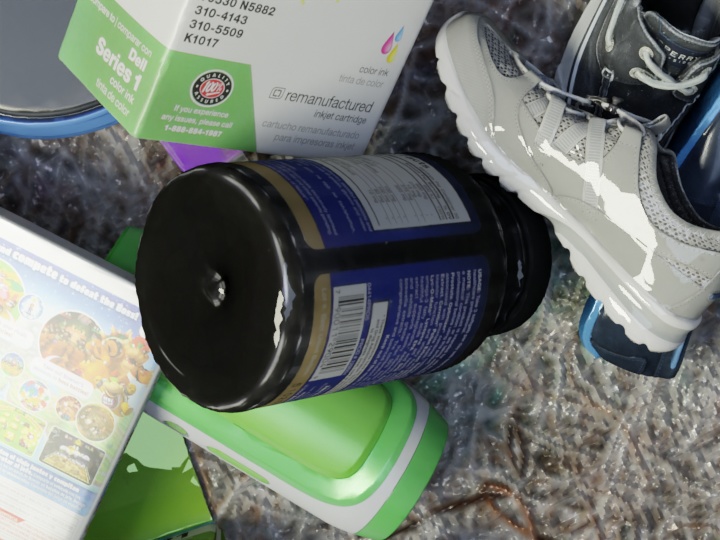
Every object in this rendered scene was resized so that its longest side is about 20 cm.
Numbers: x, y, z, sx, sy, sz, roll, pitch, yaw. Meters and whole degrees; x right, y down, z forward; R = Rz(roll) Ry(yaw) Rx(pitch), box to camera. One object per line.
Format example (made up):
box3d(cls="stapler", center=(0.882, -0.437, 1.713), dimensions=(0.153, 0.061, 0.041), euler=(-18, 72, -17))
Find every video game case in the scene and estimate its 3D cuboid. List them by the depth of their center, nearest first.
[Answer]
box3d(cls="video game case", center=(-0.188, 0.074, 0.763), dimensions=(0.142, 0.018, 0.201), euler=(27, 101, 0))

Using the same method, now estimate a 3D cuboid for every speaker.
box3d(cls="speaker", center=(-0.055, 0.059, 0.808), dimensions=(0.199, 0.088, 0.089), euler=(32, 96, -7))

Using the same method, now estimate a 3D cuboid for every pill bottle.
box3d(cls="pill bottle", center=(0.000, 0.000, 0.746), dimensions=(0.199, 0.111, 0.113), euler=(-7, 103, -45))

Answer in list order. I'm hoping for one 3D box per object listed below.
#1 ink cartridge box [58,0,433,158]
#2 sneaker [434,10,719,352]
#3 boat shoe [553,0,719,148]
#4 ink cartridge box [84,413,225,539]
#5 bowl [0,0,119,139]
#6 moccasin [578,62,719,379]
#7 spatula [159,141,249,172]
box3d(cls="ink cartridge box", center=(-0.033, -0.161, 0.717), dimensions=(0.144, 0.084, 0.201), euler=(3, 121, -43))
box3d(cls="sneaker", center=(0.118, -0.060, 0.771), dimensions=(0.082, 0.075, 0.200), euler=(-43, 81, 23))
box3d(cls="boat shoe", center=(0.155, -0.119, 0.784), dimensions=(0.071, 0.068, 0.201), euler=(14, 112, -17))
box3d(cls="ink cartridge box", center=(-0.146, 0.168, 0.826), dimensions=(0.147, 0.076, 0.202), euler=(-19, 100, 0))
box3d(cls="bowl", center=(-0.164, -0.168, 0.784), dimensions=(0.198, 0.039, 0.203), euler=(0, 98, -1))
box3d(cls="moccasin", center=(0.187, -0.036, 0.817), dimensions=(0.068, 0.081, 0.201), euler=(27, 111, 2))
box3d(cls="spatula", center=(-0.044, -0.030, 0.826), dimensions=(0.056, 0.021, 0.201), euler=(-35, 100, 4))
